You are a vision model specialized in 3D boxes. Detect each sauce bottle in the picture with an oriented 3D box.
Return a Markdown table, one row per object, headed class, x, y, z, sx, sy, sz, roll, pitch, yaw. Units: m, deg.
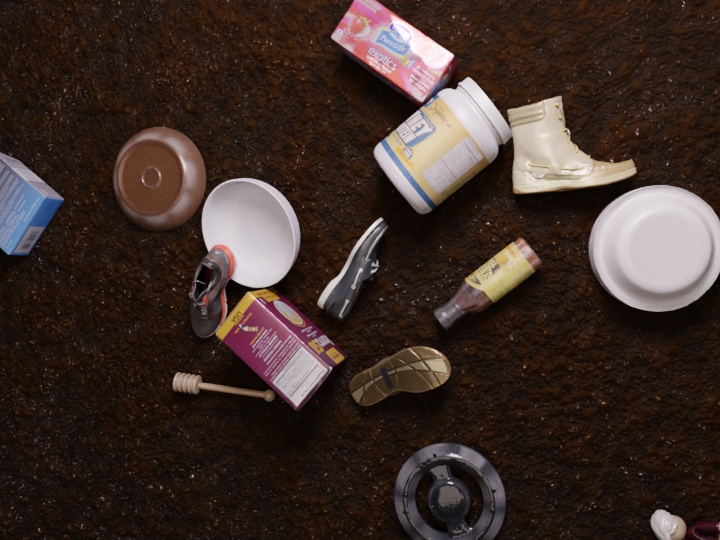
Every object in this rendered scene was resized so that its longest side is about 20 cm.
| class | x | y | z | sx | sy | sz | roll | pitch | yaw |
| --- | --- | --- | --- | --- | --- | --- | --- | --- | --- |
| sauce bottle | 0.216 | 0.027 | 1.163 | 0.200 | 0.066 | 0.066 | -39 | 84 | 9 |

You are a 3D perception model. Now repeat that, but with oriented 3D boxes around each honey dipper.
| class | x | y | z | sx | sy | sz | roll | pitch | yaw |
| --- | --- | --- | --- | --- | --- | --- | --- | --- | --- |
| honey dipper | -0.258 | 0.225 | 1.288 | 0.198 | 0.038 | 0.038 | 6 | 94 | 10 |

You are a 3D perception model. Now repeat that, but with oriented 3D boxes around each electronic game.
| class | x | y | z | sx | sy | sz | roll | pitch | yaw |
| --- | --- | --- | --- | --- | --- | --- | --- | --- | --- |
| electronic game | 0.158 | 0.407 | 1.204 | 0.198 | 0.042 | 0.202 | 0 | 91 | 12 |

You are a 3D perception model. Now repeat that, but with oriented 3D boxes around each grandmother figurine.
| class | x | y | z | sx | sy | sz | roll | pitch | yaw |
| --- | --- | --- | --- | --- | --- | --- | --- | --- | --- |
| grandmother figurine | 0.577 | 0.449 | 1.107 | 0.198 | 0.061 | 0.122 | 19 | 115 | 15 |

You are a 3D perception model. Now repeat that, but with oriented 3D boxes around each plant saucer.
| class | x | y | z | sx | sy | sz | roll | pitch | yaw |
| --- | --- | --- | --- | --- | --- | --- | --- | --- | --- |
| plant saucer | -0.396 | -0.177 | 1.301 | 0.198 | 0.037 | 0.203 | 0 | 92 | 12 |

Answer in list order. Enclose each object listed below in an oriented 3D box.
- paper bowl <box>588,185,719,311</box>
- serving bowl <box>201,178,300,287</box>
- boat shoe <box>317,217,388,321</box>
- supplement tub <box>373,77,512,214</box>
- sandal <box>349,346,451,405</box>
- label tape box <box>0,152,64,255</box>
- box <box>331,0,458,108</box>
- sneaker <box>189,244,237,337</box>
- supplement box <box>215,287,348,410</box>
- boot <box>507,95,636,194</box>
| class | x | y | z | sx | sy | sz | roll | pitch | yaw |
| --- | --- | --- | --- | --- | --- | --- | --- | --- | --- |
| paper bowl | 0.476 | -0.035 | 1.087 | 0.199 | 0.104 | 0.203 | 0 | 93 | 11 |
| serving bowl | -0.190 | -0.074 | 1.232 | 0.198 | 0.066 | 0.202 | 10 | 114 | 23 |
| boat shoe | 0.000 | 0.000 | 1.208 | 0.060 | 0.076 | 0.201 | 36 | 111 | 9 |
| supplement tub | 0.137 | -0.207 | 1.130 | 0.200 | 0.145 | 0.145 | -39 | 84 | 11 |
| sandal | 0.071 | 0.187 | 1.212 | 0.199 | 0.054 | 0.081 | -25 | 81 | 27 |
| label tape box | -0.716 | -0.147 | 1.356 | 0.200 | 0.066 | 0.144 | 39 | 99 | 11 |
| box | 0.061 | -0.371 | 1.162 | 0.199 | 0.100 | 0.096 | 37 | 99 | 9 |
| sneaker | -0.290 | 0.046 | 1.242 | 0.077 | 0.082 | 0.201 | 26 | 120 | 14 |
| supplement box | -0.137 | 0.134 | 1.210 | 0.200 | 0.131 | 0.103 | 42 | 99 | 7 |
| boot | 0.347 | -0.212 | 1.122 | 0.198 | 0.073 | 0.157 | -5 | 94 | 18 |
